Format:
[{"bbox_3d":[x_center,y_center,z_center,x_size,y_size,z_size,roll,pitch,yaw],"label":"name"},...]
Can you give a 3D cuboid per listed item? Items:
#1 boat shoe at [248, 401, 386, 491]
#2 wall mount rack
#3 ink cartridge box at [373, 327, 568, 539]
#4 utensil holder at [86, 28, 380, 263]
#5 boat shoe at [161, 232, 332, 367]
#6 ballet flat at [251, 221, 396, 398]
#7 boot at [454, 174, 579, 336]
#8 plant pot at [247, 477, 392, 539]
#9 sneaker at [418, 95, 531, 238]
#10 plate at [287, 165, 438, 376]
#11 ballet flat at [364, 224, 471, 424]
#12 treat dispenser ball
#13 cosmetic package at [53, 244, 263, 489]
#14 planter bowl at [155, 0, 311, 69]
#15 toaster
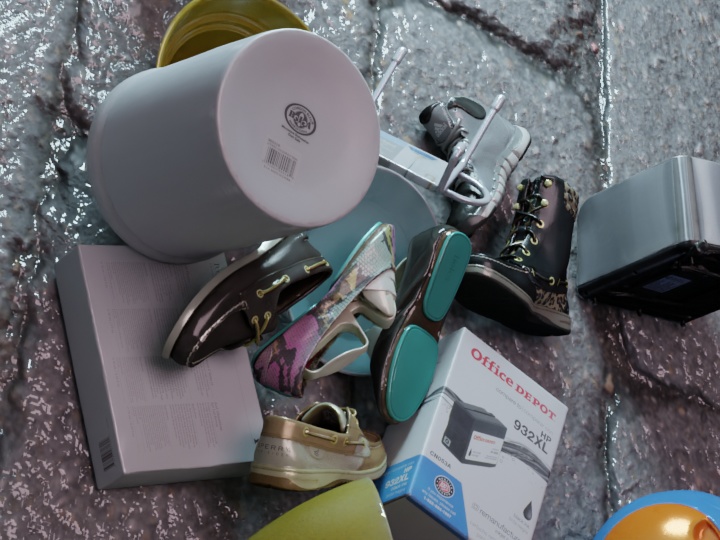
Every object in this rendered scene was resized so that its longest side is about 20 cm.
[{"bbox_3d":[-0.028,0.147,1.430,0.200,0.074,0.067,1,96,-68],"label":"boat shoe"},{"bbox_3d":[0.059,-0.147,1.657,0.199,0.075,0.174,28,27,6],"label":"wall mount rack"},{"bbox_3d":[0.099,0.178,1.554,0.145,0.084,0.200,38,49,-19],"label":"ink cartridge box"},{"bbox_3d":[-0.103,-0.101,1.358,0.169,0.200,0.171,6,79,-36],"label":"utensil holder"},{"bbox_3d":[-0.092,0.027,1.409,0.061,0.072,0.201,37,42,8],"label":"boat shoe"},{"bbox_3d":[-0.014,0.043,1.498,0.071,0.069,0.200,34,62,17],"label":"ballet flat"},{"bbox_3d":[0.158,-0.027,1.670,0.203,0.073,0.154,29,65,-53],"label":"boot"},{"bbox_3d":[-0.043,0.278,1.321,0.141,0.200,0.201,-11,72,-8],"label":"plant pot"},{"bbox_3d":[0.098,-0.113,1.722,0.115,0.075,0.200,40,39,-8],"label":"sneaker"},{"bbox_3d":[0.000,0.000,1.574,0.200,0.026,0.201,0,90,-38],"label":"plate"},{"bbox_3d":[0.046,0.050,1.550,0.068,0.068,0.201,41,64,-40],"label":"ballet flat"},{"bbox_3d":[0.306,0.309,1.575,0.200,0.201,0.202,18,57,-31],"label":"treat dispenser ball"},{"bbox_3d":[-0.167,0.079,1.409,0.150,0.052,0.201,0,68,-38],"label":"cosmetic package"},{"bbox_3d":[-0.122,-0.151,1.529,0.200,0.083,0.201,6,80,-36],"label":"planter bowl"},{"bbox_3d":[0.354,-0.030,1.793,0.180,0.200,0.119,12,65,-34],"label":"toaster"}]
